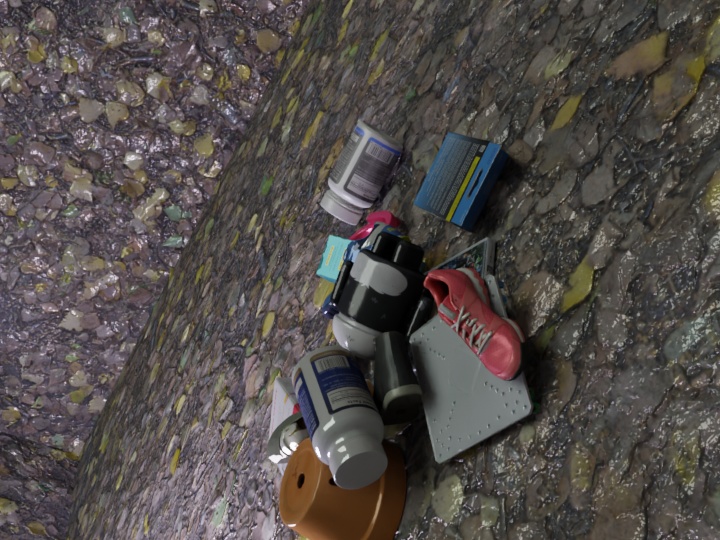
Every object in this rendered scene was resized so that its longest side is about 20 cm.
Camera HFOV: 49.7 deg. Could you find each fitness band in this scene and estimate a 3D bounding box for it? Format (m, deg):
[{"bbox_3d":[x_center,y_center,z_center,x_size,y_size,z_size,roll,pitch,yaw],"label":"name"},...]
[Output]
[{"bbox_3d":[0.011,-0.055,1.559,0.144,0.037,0.199,-52,17,-15],"label":"fitness band"}]

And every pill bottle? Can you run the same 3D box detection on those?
[{"bbox_3d":[-0.001,-0.209,1.683,0.202,0.112,0.114,-60,25,14],"label":"pill bottle"},{"bbox_3d":[-0.028,0.219,1.163,0.112,0.110,0.201,-55,37,24],"label":"pill bottle"}]

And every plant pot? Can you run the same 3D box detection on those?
[{"bbox_3d":[-0.038,0.351,1.228,0.200,0.138,0.203,-45,33,39],"label":"plant pot"}]

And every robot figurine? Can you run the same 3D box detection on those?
[{"bbox_3d":[0.032,0.044,1.253,0.203,0.123,0.150,-69,20,4],"label":"robot figurine"}]

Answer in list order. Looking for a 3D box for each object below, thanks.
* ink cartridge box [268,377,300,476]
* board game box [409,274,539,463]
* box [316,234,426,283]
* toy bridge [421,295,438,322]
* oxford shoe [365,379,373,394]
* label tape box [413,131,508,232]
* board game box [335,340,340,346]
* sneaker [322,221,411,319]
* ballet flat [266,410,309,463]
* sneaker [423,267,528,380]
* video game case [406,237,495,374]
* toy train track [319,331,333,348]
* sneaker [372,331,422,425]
[{"bbox_3d":[-0.106,0.297,1.432,0.200,0.084,0.151,-146,62,-70],"label":"ink cartridge box"},{"bbox_3d":[0.154,0.141,1.092,0.200,0.026,0.203,-42,49,43],"label":"board game box"},{"bbox_3d":[0.017,-0.002,1.422,0.198,0.049,0.084,15,82,35],"label":"box"},{"bbox_3d":[0.125,0.065,1.222,0.199,0.027,0.068,-10,61,62],"label":"toy bridge"},{"bbox_3d":[-0.020,0.238,1.400,0.200,0.057,0.077,131,130,-64],"label":"oxford shoe"},{"bbox_3d":[0.180,-0.146,1.305,0.146,0.063,0.200,-64,24,6],"label":"label tape box"},{"bbox_3d":[-0.028,0.112,1.494,0.121,0.032,0.203,88,-169,-65],"label":"board game box"},{"bbox_3d":[0.000,0.000,1.358,0.200,0.074,0.082,-46,61,2],"label":"sneaker"},{"bbox_3d":[-0.082,0.259,1.285,0.198,0.068,0.064,-33,-7,10],"label":"ballet flat"},{"bbox_3d":[0.143,0.070,1.025,0.074,0.086,0.201,-61,38,27],"label":"sneaker"},{"bbox_3d":[0.142,0.063,1.251,0.199,0.023,0.185,-33,41,53],"label":"video game case"},{"bbox_3d":[-0.073,0.173,1.515,0.115,0.032,0.200,-54,-4,2],"label":"toy train track"},{"bbox_3d":[0.050,0.173,1.207,0.201,0.073,0.108,110,152,-61],"label":"sneaker"}]
